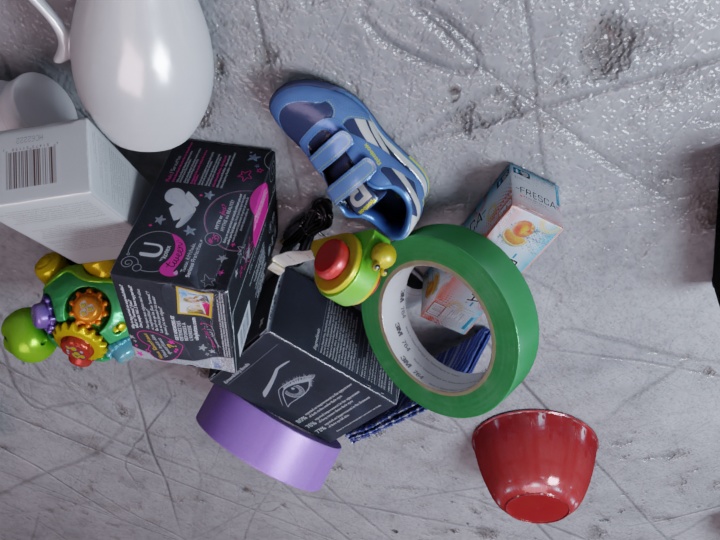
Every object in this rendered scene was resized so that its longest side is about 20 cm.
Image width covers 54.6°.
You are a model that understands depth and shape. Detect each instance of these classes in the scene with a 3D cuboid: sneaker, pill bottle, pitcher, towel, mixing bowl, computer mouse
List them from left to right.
[{"bbox_3d":[-0.383,-0.126,0.716,0.197,0.106,0.105,-19,131,27],"label":"pill bottle"},{"bbox_3d":[-0.209,-0.208,0.582,0.168,0.122,0.202,0,132,-11],"label":"pitcher"},{"bbox_3d":[-0.008,-0.107,0.687,0.199,0.083,0.074,36,134,-24],"label":"sneaker"},{"bbox_3d":[0.000,0.000,0.827,0.198,0.044,0.109,32,132,-22],"label":"computer mouse"},{"bbox_3d":[0.075,0.147,0.908,0.199,0.145,0.024,-34,97,36],"label":"towel"},{"bbox_3d":[0.269,0.313,1.066,0.196,0.110,0.202,4,137,4],"label":"mixing bowl"}]

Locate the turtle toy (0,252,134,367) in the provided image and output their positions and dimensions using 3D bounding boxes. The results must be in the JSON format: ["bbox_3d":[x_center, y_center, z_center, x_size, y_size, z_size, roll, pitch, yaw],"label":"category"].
[{"bbox_3d":[-0.336,0.058,0.829,0.196,0.102,0.147,-8,134,22],"label":"turtle toy"}]

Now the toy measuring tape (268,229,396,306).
[{"bbox_3d":[-0.040,0.005,0.740,0.198,0.074,0.074,-11,136,43],"label":"toy measuring tape"}]

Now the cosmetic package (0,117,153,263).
[{"bbox_3d":[-0.271,-0.069,0.681,0.099,0.073,0.200,-8,167,-1],"label":"cosmetic package"}]

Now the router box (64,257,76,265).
[{"bbox_3d":[-0.275,0.011,0.881,0.198,0.052,0.149,32,134,-22],"label":"router box"}]

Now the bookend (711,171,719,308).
[{"bbox_3d":[0.459,-0.032,0.676,0.195,0.093,0.202,-7,136,17],"label":"bookend"}]

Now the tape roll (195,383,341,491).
[{"bbox_3d":[-0.125,0.222,0.963,0.198,0.066,0.200,30,175,3],"label":"tape roll"}]

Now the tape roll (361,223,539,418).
[{"bbox_3d":[0.090,0.054,0.741,0.198,0.048,0.204,18,119,36],"label":"tape roll"}]

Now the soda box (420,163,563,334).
[{"bbox_3d":[0.138,-0.017,0.766,0.063,0.069,0.201,21,136,-13],"label":"soda box"}]

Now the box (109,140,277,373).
[{"bbox_3d":[-0.161,-0.019,0.720,0.112,0.202,0.134,9,138,3],"label":"box"}]

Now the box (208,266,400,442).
[{"bbox_3d":[-0.066,0.111,0.881,0.199,0.106,0.147,34,132,-23],"label":"box"}]
